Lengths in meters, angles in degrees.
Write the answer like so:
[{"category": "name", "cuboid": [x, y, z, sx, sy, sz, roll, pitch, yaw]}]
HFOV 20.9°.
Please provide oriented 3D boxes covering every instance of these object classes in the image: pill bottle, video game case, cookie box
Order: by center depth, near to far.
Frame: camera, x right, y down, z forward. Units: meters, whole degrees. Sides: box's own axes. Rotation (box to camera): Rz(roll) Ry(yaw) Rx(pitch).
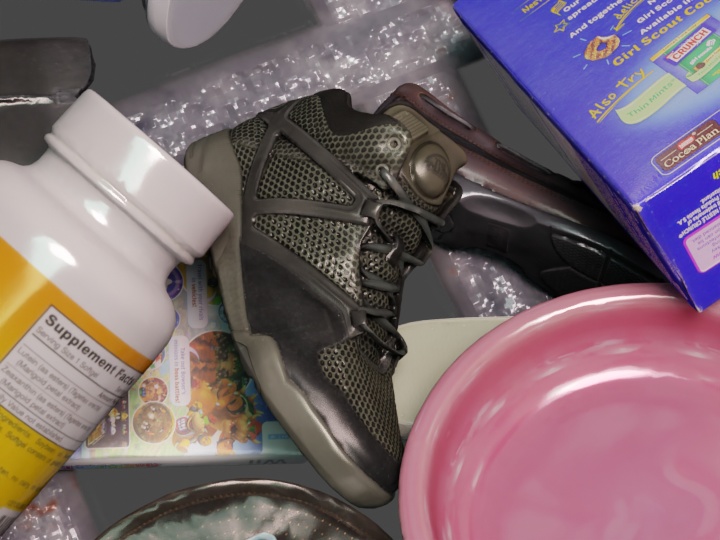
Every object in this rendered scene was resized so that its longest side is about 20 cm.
[{"category": "pill bottle", "cuboid": [-0.149, 0.025, 0.811, 0.111, 0.111, 0.200, 41, 87, 7]}, {"category": "cookie box", "cuboid": [0.159, -0.100, 0.857, 0.171, 0.075, 0.200, -34, 37, 2]}, {"category": "video game case", "cuboid": [-0.126, 0.021, 0.902, 0.200, 0.018, 0.143, -1, 72, -7]}]

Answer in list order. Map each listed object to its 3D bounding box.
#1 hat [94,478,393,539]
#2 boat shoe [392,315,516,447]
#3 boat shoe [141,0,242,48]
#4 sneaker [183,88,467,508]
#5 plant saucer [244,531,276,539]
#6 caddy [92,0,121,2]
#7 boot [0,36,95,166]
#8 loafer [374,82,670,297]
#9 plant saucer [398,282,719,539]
[{"category": "hat", "cuboid": [-0.060, 0.183, 0.820, 0.201, 0.081, 0.201, 0, 90, -11]}, {"category": "boat shoe", "cuboid": [0.097, 0.057, 0.891, 0.201, 0.072, 0.070, -1, 64, 0]}, {"category": "boat shoe", "cuboid": [-0.073, -0.208, 0.926, 0.066, 0.070, 0.200, 29, 114, 28]}, {"category": "sneaker", "cuboid": [0.000, 0.000, 0.839, 0.114, 0.076, 0.199, -29, 53, 14]}, {"category": "plant saucer", "cuboid": [-0.028, 0.207, 0.775, 0.070, 0.019, 0.200, -24, 94, -9]}, {"category": "caddy", "cuboid": [-0.193, -0.178, 0.885, 0.200, 0.141, 0.105, 21, 91, 9]}, {"category": "boot", "cuboid": [-0.222, -0.097, 0.895, 0.200, 0.066, 0.165, -4, 67, -5]}, {"category": "loafer", "cuboid": [0.092, -0.030, 0.920, 0.200, 0.072, 0.063, 24, 67, 4]}, {"category": "plant saucer", "cuboid": [0.117, 0.097, 0.786, 0.200, 0.051, 0.201, -4, 52, 5]}]
